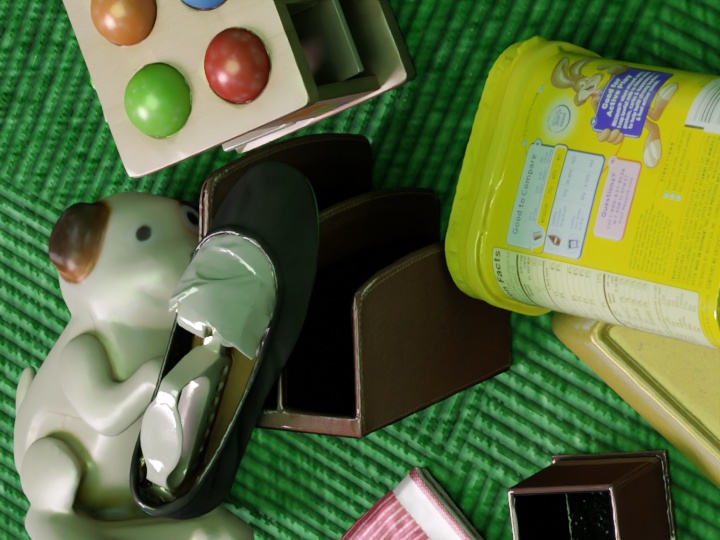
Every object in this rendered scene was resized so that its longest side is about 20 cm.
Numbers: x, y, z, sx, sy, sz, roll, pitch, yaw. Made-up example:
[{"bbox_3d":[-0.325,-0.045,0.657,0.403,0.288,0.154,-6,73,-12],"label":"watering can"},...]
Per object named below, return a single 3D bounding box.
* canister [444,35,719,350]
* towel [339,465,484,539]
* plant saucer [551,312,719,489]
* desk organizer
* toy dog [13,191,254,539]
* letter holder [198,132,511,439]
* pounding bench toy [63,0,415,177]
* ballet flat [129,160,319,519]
[{"bbox_3d":[0.151,-0.038,1.553,0.200,0.086,0.149,14,89,48],"label":"canister"},{"bbox_3d":[0.017,0.232,1.756,0.144,0.023,0.200,49,114,13],"label":"towel"},{"bbox_3d":[0.221,0.029,1.603,0.200,0.048,0.200,43,114,13],"label":"plant saucer"},{"bbox_3d":[0.138,0.209,1.658,0.071,0.077,0.201,-4,97,27],"label":"desk organizer"},{"bbox_3d":[-0.131,0.053,1.750,0.194,0.139,0.201,38,121,56],"label":"toy dog"},{"bbox_3d":[0.000,0.000,1.622,0.100,0.200,0.143,5,101,26],"label":"letter holder"},{"bbox_3d":[-0.103,-0.124,1.676,0.199,0.156,0.125,-22,89,28],"label":"pounding bench toy"},{"bbox_3d":[-0.072,0.042,1.513,0.068,0.068,0.201,23,107,22],"label":"ballet flat"}]
